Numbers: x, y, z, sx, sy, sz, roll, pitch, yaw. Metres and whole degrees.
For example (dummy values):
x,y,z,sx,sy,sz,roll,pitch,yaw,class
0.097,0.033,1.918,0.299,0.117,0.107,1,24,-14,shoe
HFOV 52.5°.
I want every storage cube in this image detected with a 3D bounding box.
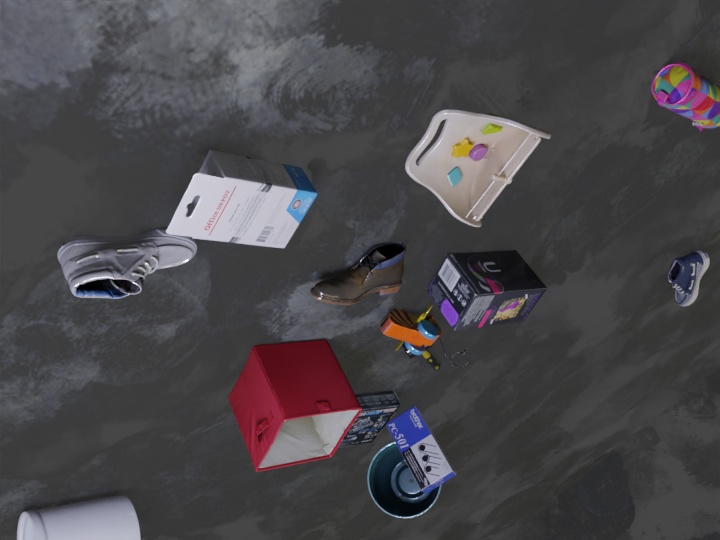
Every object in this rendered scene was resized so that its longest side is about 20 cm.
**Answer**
x,y,z,sx,sy,sz,roll,pitch,yaw,class
-0.134,0.260,1.436,0.200,0.180,0.171,-1,135,-35,storage cube

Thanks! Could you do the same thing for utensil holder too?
x,y,z,sx,sy,sz,roll,pitch,yaw,class
-0.572,0.555,1.486,0.200,0.170,0.170,-2,136,-38,utensil holder

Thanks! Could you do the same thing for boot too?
x,y,z,sx,sy,sz,roll,pitch,yaw,class
-0.323,-0.002,1.050,0.200,0.096,0.074,-7,138,-31,boot
0.000,0.000,1.325,0.200,0.075,0.097,-10,128,-38,boot
0.879,0.028,2.005,0.090,0.073,0.200,-14,134,-11,boot

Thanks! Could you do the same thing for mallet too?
x,y,z,sx,sy,sz,roll,pitch,yaw,class
0.162,0.191,1.697,0.066,0.041,0.200,-35,149,11,mallet

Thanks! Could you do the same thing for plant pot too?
x,y,z,sx,sy,sz,roll,pitch,yaw,class
0.133,0.579,2.027,0.200,0.200,0.188,-31,160,0,plant pot

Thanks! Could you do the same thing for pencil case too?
x,y,z,sx,sy,sz,roll,pitch,yaw,class
0.626,-0.322,1.371,0.200,0.088,0.088,11,127,-42,pencil case

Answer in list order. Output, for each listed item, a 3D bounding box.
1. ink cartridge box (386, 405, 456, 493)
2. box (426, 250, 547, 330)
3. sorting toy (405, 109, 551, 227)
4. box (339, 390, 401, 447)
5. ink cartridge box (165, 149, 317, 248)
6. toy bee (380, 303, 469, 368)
x,y,z,sx,sy,sz,roll,pitch,yaw,class
0.153,0.456,1.866,0.094,0.200,0.044,-33,145,3,ink cartridge box
0.260,0.037,1.502,0.200,0.122,0.106,-4,136,-33,box
0.170,-0.191,1.190,0.180,0.107,0.200,11,128,-35,sorting toy
-0.021,0.363,1.759,0.200,0.046,0.159,1,134,-37,box
-0.179,-0.103,1.057,0.200,0.068,0.116,6,131,-41,ink cartridge box
0.126,0.132,1.558,0.131,0.109,0.200,-33,121,17,toy bee
